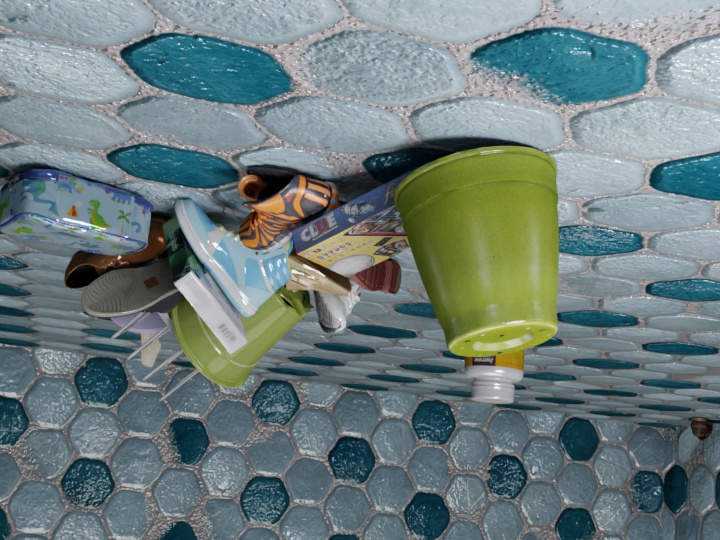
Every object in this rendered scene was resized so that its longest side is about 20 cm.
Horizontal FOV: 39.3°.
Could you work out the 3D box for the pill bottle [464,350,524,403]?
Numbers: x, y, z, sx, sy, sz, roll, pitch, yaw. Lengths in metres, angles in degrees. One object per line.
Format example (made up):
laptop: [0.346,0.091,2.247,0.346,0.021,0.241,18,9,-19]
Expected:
pill bottle: [0.245,0.135,1.830,0.107,0.204,0.109,5,167,1]

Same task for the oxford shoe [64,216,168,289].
oxford shoe: [-0.375,-0.018,1.568,0.198,0.072,0.072,-26,113,17]

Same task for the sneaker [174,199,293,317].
sneaker: [-0.175,-0.046,1.483,0.130,0.201,0.080,-34,-160,2]

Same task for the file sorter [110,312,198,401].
file sorter: [-0.355,0.112,1.800,0.124,0.201,0.139,-37,-178,13]

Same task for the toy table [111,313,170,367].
toy table: [-0.397,0.082,1.961,0.198,0.185,0.118,23,160,26]

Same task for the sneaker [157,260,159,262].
sneaker: [-0.283,-0.008,1.715,0.089,0.076,0.199,19,163,-29]

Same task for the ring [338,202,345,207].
ring: [-0.057,-0.068,1.494,0.196,0.020,0.201,5,166,1]

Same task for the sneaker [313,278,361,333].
sneaker: [-0.037,0.037,1.705,0.085,0.076,0.201,-6,-152,-4]

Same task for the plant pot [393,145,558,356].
plant pot: [0.149,-0.010,1.167,0.196,0.197,0.201,-8,161,-3]

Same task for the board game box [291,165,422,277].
board game box: [0.028,-0.059,1.306,0.198,0.035,0.135,-25,156,22]

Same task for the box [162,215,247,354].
box: [-0.231,0.017,1.485,0.145,0.036,0.200,57,-179,-31]

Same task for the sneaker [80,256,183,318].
sneaker: [-0.347,0.046,1.583,0.198,0.076,0.106,-19,160,-33]

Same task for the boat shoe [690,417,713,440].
boat shoe: [1.218,0.571,3.609,0.069,0.072,0.199,-3,166,29]

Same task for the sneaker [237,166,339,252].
sneaker: [-0.126,-0.089,1.334,0.111,0.079,0.199,20,150,-35]

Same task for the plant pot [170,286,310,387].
plant pot: [-0.191,0.069,1.741,0.189,0.203,0.199,-32,150,25]

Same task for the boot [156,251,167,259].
boot: [-0.384,-0.028,1.685,0.141,0.072,0.202,4,163,9]

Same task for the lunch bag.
lunch bag: [-0.412,-0.079,1.448,0.197,0.084,0.160,14,163,-34]

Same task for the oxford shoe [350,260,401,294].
oxford shoe: [0.000,0.000,1.652,0.074,0.072,0.200,5,167,25]

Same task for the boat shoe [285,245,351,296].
boat shoe: [-0.101,-0.004,1.604,0.198,0.072,0.065,29,119,-31]
